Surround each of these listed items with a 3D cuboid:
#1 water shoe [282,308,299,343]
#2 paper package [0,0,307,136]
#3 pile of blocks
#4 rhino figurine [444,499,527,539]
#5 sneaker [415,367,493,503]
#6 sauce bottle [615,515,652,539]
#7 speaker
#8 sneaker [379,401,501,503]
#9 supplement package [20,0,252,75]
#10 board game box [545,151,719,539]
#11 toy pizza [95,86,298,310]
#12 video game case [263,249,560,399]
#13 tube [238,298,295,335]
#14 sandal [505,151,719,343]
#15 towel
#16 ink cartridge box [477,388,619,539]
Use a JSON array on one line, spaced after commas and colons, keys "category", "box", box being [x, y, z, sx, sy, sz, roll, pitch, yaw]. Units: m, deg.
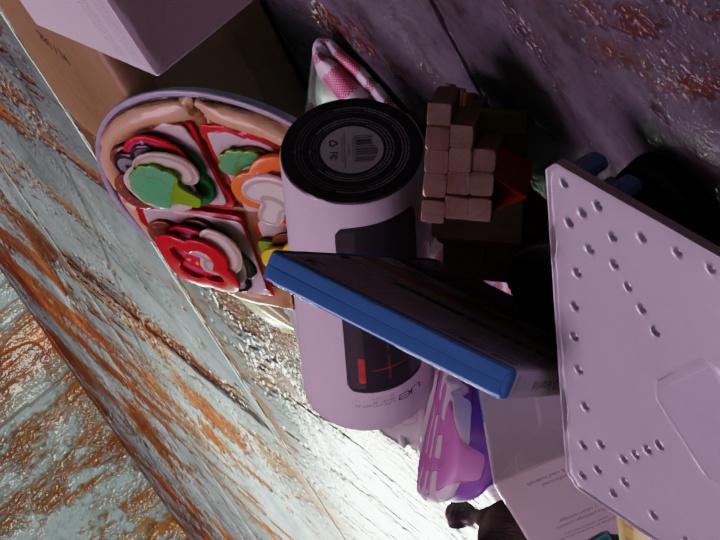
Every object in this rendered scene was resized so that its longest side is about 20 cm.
[{"category": "water shoe", "box": [-0.026, 0.002, 1.864, 0.200, 0.071, 0.079, 53, -165, -15]}, {"category": "paper package", "box": [-0.137, -0.148, 1.690, 0.200, 0.103, 0.191, 38, 164, 44]}, {"category": "pile of blocks", "box": [0.071, -0.046, 1.379, 0.062, 0.083, 0.200, 5, 169, 6]}, {"category": "rhino figurine", "box": [0.090, 0.164, 1.625, 0.087, 0.200, 0.060, 0, 105, 40]}, {"category": "sneaker", "box": [0.081, 0.097, 1.616, 0.088, 0.081, 0.200, 15, -174, 1]}, {"category": "sauce bottle", "box": [0.162, 0.142, 1.373, 0.066, 0.066, 0.201, -157, 57, -65]}, {"category": "speaker", "box": [0.000, 0.000, 1.529, 0.081, 0.081, 0.201, 43, 153, 32]}, {"category": "sneaker", "box": [0.046, 0.087, 1.753, 0.200, 0.087, 0.074, 55, 166, -21]}, {"category": "supplement package", "box": [-0.131, -0.200, 1.470, 0.120, 0.121, 0.200, 56, 166, -25]}, {"category": "board game box", "box": [0.166, 0.063, 1.224, 0.200, 0.026, 0.201, 32, 142, 39]}, {"category": "toy pizza", "box": [-0.069, -0.032, 1.606, 0.199, 0.032, 0.201, 18, 148, 12]}, {"category": "video game case", "box": [0.054, 0.027, 1.389, 0.143, 0.018, 0.200, 26, -170, 24]}, {"category": "tube", "box": [-0.112, -0.024, 2.109, 0.200, 0.052, 0.058, 50, -150, -13]}, {"category": "sandal", "box": [0.129, -0.009, 1.299, 0.075, 0.045, 0.200, 45, 153, 1]}, {"category": "towel", "box": [0.031, -0.038, 1.576, 0.200, 0.030, 0.146, 49, 167, 10]}, {"category": "ink cartridge box", "box": [0.137, 0.139, 1.520, 0.200, 0.067, 0.116, 58, -166, -33]}]
